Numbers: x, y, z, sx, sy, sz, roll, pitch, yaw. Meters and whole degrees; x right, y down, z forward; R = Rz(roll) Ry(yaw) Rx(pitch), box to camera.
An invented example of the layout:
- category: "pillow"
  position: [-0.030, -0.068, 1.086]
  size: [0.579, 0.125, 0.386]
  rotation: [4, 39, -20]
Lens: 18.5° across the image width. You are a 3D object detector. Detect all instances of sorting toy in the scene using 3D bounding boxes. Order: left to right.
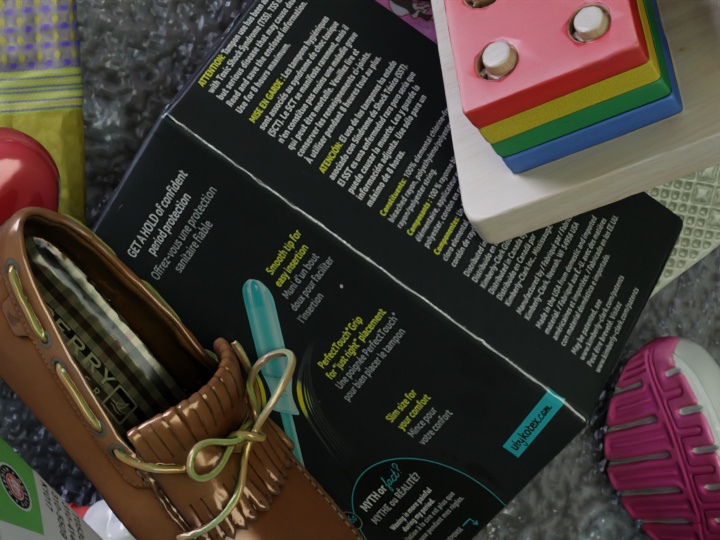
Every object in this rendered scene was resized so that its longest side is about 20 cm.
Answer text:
- category: "sorting toy"
  position: [0.111, -0.139, 0.837]
  size: [0.199, 0.200, 0.070]
  rotation: [-20, 144, 18]

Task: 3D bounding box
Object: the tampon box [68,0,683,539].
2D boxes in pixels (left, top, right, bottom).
- category: "tampon box"
  position: [0.000, 0.000, 0.910]
  size: [0.199, 0.150, 0.127]
  rotation: [36, 47, -3]

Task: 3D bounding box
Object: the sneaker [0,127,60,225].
- category: "sneaker"
  position: [-0.174, 0.042, 0.894]
  size: [0.078, 0.115, 0.201]
  rotation: [28, 95, -26]

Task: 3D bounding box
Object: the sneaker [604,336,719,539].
- category: "sneaker"
  position: [0.188, 0.110, 1.067]
  size: [0.088, 0.081, 0.201]
  rotation: [-40, 114, -30]

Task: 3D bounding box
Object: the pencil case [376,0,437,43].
- category: "pencil case"
  position: [0.045, -0.153, 0.992]
  size: [0.082, 0.086, 0.202]
  rotation: [17, 86, 18]

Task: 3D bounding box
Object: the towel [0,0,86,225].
- category: "towel"
  position: [-0.188, -0.095, 0.947]
  size: [0.142, 0.023, 0.202]
  rotation: [-1, 93, -19]

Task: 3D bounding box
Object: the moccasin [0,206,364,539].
- category: "moccasin"
  position: [-0.070, 0.055, 0.860]
  size: [0.202, 0.078, 0.074]
  rotation: [50, 51, -1]

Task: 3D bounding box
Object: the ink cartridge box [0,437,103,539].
- category: "ink cartridge box"
  position: [-0.113, 0.168, 0.814]
  size: [0.084, 0.145, 0.200]
  rotation: [-34, 123, 8]

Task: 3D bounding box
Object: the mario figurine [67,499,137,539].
- category: "mario figurine"
  position: [-0.125, 0.156, 0.921]
  size: [0.198, 0.106, 0.125]
  rotation: [0, 86, -4]

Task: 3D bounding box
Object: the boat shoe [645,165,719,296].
- category: "boat shoe"
  position: [0.093, -0.001, 1.036]
  size: [0.199, 0.062, 0.075]
  rotation: [-35, 109, 0]
